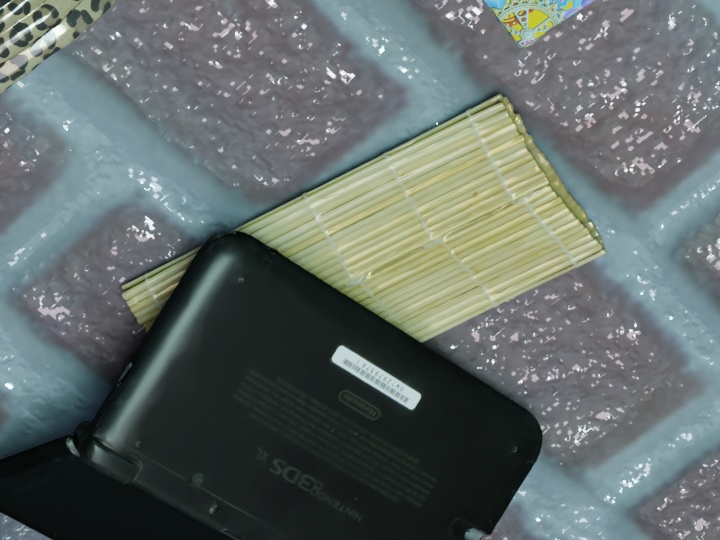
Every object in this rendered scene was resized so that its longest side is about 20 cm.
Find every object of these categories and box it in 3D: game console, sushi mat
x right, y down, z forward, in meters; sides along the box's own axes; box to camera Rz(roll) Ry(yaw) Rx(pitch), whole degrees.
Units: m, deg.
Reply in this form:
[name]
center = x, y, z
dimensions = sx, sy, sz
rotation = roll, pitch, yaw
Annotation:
[game console]
center = -0.049, 0.087, 1.080
dimensions = 0.199, 0.116, 0.177
rotation = 32, 91, -28
[sushi mat]
center = 0.000, 0.000, 1.036
dimensions = 0.199, 0.012, 0.096
rotation = -26, 123, 17

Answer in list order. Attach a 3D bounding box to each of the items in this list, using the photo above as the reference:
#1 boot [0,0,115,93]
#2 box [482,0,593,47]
[boot]
center = -0.206, -0.124, 0.913
dimensions = 0.199, 0.073, 0.151
rotation = -29, 121, 12
[box]
center = 0.080, -0.223, 0.815
dimensions = 0.199, 0.122, 0.193
rotation = -31, 120, 18
